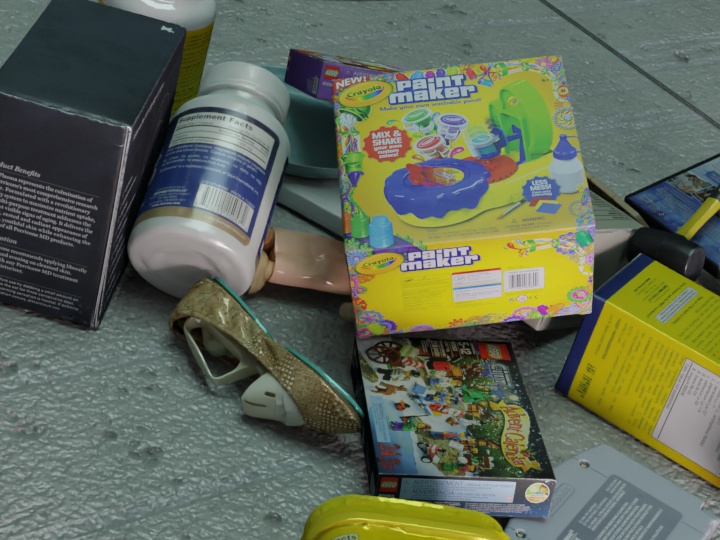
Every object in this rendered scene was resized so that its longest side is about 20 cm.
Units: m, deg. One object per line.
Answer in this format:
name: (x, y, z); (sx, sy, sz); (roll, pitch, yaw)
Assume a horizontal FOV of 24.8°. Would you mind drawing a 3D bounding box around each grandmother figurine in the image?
grandmother figurine: (0.000, 0.000, 1.481); (0.200, 0.061, 0.121); (13, 60, -13)

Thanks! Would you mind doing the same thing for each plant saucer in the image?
plant saucer: (-0.066, -0.146, 1.642); (0.200, 0.027, 0.200); (13, 32, -8)

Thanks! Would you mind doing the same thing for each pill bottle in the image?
pill bottle: (-0.124, -0.081, 1.426); (0.111, 0.111, 0.200); (16, 57, -2)
pill bottle: (-0.202, -0.224, 1.581); (0.112, 0.200, 0.112); (13, 33, -8)

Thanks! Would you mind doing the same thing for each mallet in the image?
mallet: (0.333, -0.055, 1.522); (0.200, 0.041, 0.066); (-37, 46, -27)

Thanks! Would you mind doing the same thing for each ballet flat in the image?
ballet flat: (-0.083, 0.082, 1.323); (0.065, 0.071, 0.200); (-38, 55, -21)

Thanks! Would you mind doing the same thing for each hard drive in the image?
hard drive: (-0.054, -0.102, 1.631); (0.200, 0.027, 0.132); (29, 34, 18)

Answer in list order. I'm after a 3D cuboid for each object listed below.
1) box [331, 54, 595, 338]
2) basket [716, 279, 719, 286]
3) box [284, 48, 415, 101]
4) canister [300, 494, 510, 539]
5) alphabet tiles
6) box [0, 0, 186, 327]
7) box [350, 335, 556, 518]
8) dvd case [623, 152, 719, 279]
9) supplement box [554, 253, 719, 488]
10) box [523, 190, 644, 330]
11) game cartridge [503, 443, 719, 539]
box: (0.084, -0.063, 1.382); (0.200, 0.122, 0.193); (-7, 52, 1)
basket: (0.465, 0.008, 1.605); (0.200, 0.139, 0.176); (-1, 36, -12)
box: (0.009, -0.183, 1.602); (0.137, 0.039, 0.200); (9, 9, -14)
canister: (0.036, 0.253, 1.088); (0.148, 0.087, 0.200); (10, 35, -12)
alphabet tiles: (0.258, -0.056, 1.632); (0.200, 0.008, 0.167); (46, 3, 37)
box: (-0.238, -0.096, 1.377); (0.124, 0.197, 0.200); (17, 32, -2)
box: (0.069, 0.121, 1.310); (0.137, 0.038, 0.200); (2, 29, -8)
dvd case: (0.376, -0.068, 1.580); (0.200, 0.018, 0.143); (-24, 41, -21)
supplement box: (0.291, 0.092, 1.426); (0.200, 0.109, 0.110); (32, 35, 20)
box: (0.144, -0.044, 1.537); (0.200, 0.109, 0.128); (38, 22, 28)
game cartridge: (0.185, 0.211, 1.267); (0.133, 0.040, 0.200); (33, 36, 17)
